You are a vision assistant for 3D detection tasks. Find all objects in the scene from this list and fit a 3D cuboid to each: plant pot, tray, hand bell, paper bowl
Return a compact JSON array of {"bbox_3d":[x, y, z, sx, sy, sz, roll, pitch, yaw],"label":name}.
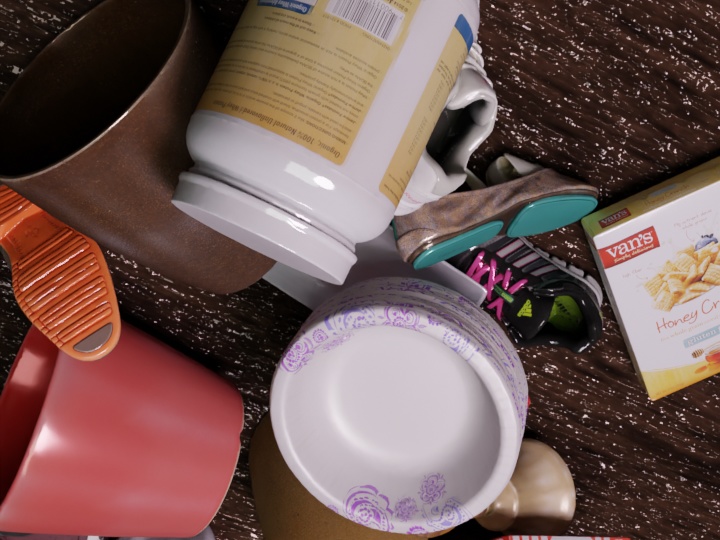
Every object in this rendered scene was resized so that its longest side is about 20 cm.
[{"bbox_3d":[-0.142,-0.076,0.778,0.186,0.188,0.200,-30,130,13],"label":"plant pot"},{"bbox_3d":[0.000,0.000,0.875,0.199,0.022,0.108,33,116,3],"label":"tray"},{"bbox_3d":[-0.011,0.234,0.940,0.185,0.200,0.188,-2,119,-4],"label":"plant pot"},{"bbox_3d":[0.099,0.213,0.935,0.199,0.104,0.104,3,128,-48],"label":"hand bell"},{"bbox_3d":[-0.208,0.139,0.886,0.176,0.201,0.201,21,117,-25],"label":"plant pot"},{"bbox_3d":[0.035,0.101,0.834,0.199,0.104,0.202,5,112,13],"label":"paper bowl"}]

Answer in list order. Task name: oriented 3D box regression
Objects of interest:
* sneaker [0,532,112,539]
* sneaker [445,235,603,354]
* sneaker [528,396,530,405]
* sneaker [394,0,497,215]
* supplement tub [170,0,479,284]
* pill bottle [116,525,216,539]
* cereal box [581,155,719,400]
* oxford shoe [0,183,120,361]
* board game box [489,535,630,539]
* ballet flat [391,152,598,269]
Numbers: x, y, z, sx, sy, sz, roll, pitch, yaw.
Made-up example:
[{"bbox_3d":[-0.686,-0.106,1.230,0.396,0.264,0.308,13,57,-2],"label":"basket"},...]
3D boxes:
[{"bbox_3d":[-0.308,0.284,1.026,0.114,0.076,0.202,7,109,-3],"label":"sneaker"},{"bbox_3d":[0.130,0.015,0.888,0.199,0.088,0.074,24,116,-17],"label":"sneaker"},{"bbox_3d":[0.073,0.090,0.950,0.199,0.077,0.085,34,92,-22],"label":"sneaker"},{"bbox_3d":[0.068,-0.138,0.753,0.077,0.099,0.202,15,81,-35],"label":"sneaker"},{"bbox_3d":[-0.024,-0.107,0.664,0.144,0.145,0.201,27,84,-18],"label":"supplement tub"},{"bbox_3d":[-0.175,0.351,1.044,0.110,0.111,0.201,-12,120,3],"label":"pill bottle"},{"bbox_3d":[0.293,0.010,0.917,0.143,0.040,0.201,-25,122,6],"label":"cereal box"},{"bbox_3d":[-0.235,0.000,0.805,0.071,0.200,0.073,-30,149,-12],"label":"oxford shoe"},{"bbox_3d":[0.140,0.295,0.995,0.151,0.047,0.200,10,153,-32],"label":"board game box"},{"bbox_3d":[0.110,-0.059,0.847,0.199,0.068,0.068,-15,158,-31],"label":"ballet flat"}]
